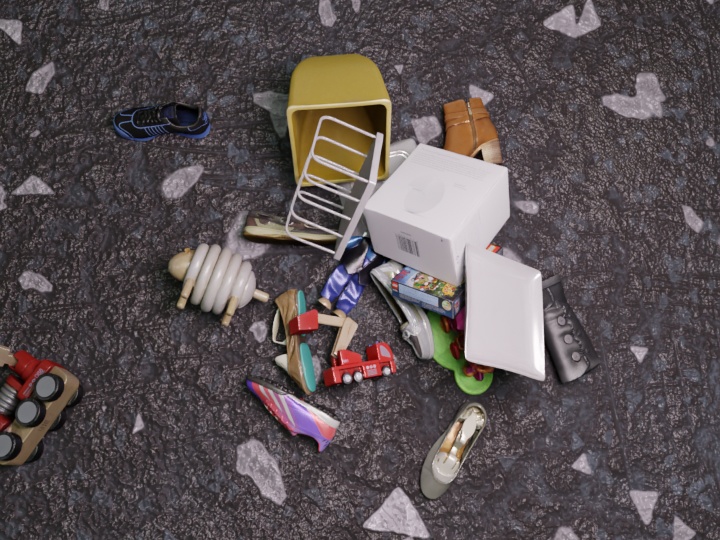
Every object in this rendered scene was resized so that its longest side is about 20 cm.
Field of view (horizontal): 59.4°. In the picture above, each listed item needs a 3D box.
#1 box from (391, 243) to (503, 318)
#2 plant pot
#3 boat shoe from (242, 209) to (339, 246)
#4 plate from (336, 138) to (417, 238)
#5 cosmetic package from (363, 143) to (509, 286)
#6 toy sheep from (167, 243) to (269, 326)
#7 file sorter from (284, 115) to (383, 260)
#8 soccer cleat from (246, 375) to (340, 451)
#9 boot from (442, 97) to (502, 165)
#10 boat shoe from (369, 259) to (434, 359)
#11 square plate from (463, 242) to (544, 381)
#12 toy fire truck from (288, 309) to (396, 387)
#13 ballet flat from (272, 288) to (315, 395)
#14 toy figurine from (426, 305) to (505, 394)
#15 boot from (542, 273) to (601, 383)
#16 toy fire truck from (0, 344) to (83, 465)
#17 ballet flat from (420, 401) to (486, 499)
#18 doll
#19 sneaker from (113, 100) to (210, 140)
[{"bbox_3d":[0.166,0.001,1.189,0.134,0.039,0.199,18,41,33],"label":"box"},{"bbox_3d":[-0.045,-0.315,1.245,0.188,0.197,0.205,-4,54,-2],"label":"plant pot"},{"bbox_3d":[-0.134,-0.087,1.249,0.193,0.073,0.067,4,80,-7],"label":"boat shoe"},{"bbox_3d":[0.053,-0.163,1.306,0.193,0.032,0.206,-16,81,-10],"label":"plate"},{"bbox_3d":[0.144,-0.109,1.169,0.196,0.125,0.201,23,59,34],"label":"cosmetic package"},{"bbox_3d":[-0.266,0.022,1.186,0.196,0.137,0.142,25,76,-15],"label":"toy sheep"},{"bbox_3d":[-0.053,-0.153,1.160,0.121,0.202,0.141,19,46,-9],"label":"file sorter"},{"bbox_3d":[-0.136,0.263,1.181,0.196,0.068,0.075,29,84,-1],"label":"soccer cleat"},{"bbox_3d":[0.197,-0.279,1.323,0.194,0.077,0.160,-14,80,-9],"label":"boot"},{"bbox_3d":[0.084,0.082,1.228,0.063,0.074,0.207,-22,89,-17],"label":"boat shoe"},{"bbox_3d":[0.246,0.075,1.097,0.194,0.028,0.207,17,66,-31],"label":"square plate"},{"bbox_3d":[-0.031,0.143,1.192,0.195,0.048,0.146,-4,76,-31],"label":"toy fire truck"},{"bbox_3d":[-0.133,0.139,1.211,0.070,0.068,0.207,-12,79,12],"label":"ballet flat"},{"bbox_3d":[0.214,0.130,1.184,0.146,0.184,0.206,-17,81,-9],"label":"toy figurine"},{"bbox_3d":[0.372,0.130,1.267,0.161,0.066,0.205,-22,85,-8],"label":"boot"},{"bbox_3d":[-0.631,0.216,1.116,0.197,0.129,0.178,31,77,13],"label":"toy fire truck"},{"bbox_3d":[0.175,0.338,1.197,0.066,0.064,0.203,32,77,2],"label":"ballet flat"},{"bbox_3d":[0.000,0.000,1.251,0.135,0.048,0.203,37,81,-15],"label":"doll"},{"bbox_3d":[-0.401,-0.306,1.264,0.193,0.078,0.073,-3,78,-7],"label":"sneaker"}]
